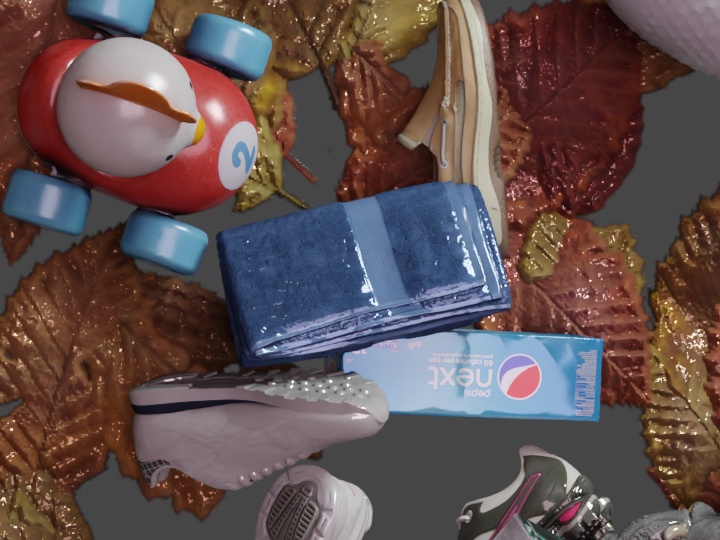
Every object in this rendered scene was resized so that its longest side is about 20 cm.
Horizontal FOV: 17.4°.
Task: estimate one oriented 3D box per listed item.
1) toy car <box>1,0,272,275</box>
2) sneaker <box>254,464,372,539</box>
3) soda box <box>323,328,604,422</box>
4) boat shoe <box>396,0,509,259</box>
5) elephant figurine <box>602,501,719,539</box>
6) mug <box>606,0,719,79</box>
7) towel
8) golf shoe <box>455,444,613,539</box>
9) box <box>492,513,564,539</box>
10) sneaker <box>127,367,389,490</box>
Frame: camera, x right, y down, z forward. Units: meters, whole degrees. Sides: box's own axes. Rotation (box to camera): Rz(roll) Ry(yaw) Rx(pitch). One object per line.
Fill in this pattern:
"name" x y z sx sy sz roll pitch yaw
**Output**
"toy car" -0.146 -0.105 1.629 0.176 0.200 0.185 19 87 -12
"sneaker" -0.051 0.238 1.716 0.099 0.078 0.200 19 108 -51
"soda box" 0.075 0.076 1.744 0.199 0.068 0.064 4 90 -12
"boat shoe" 0.064 -0.104 1.744 0.076 0.072 0.201 -6 92 0
"elephant figurine" 0.295 0.207 1.776 0.200 0.155 0.141 -51 135 3
"mug" 0.284 -0.236 1.762 0.175 0.148 0.201 18 56 -1
"towel" 0.000 0.000 1.683 0.199 0.049 0.112 -13 68 -6
"golf shoe" 0.098 0.224 1.758 0.200 0.077 0.088 -46 66 1
"box" 0.139 0.272 1.713 0.200 0.036 0.144 30 108 -35
"sneaker" -0.070 0.115 1.684 0.199 0.076 0.081 -2 97 24
